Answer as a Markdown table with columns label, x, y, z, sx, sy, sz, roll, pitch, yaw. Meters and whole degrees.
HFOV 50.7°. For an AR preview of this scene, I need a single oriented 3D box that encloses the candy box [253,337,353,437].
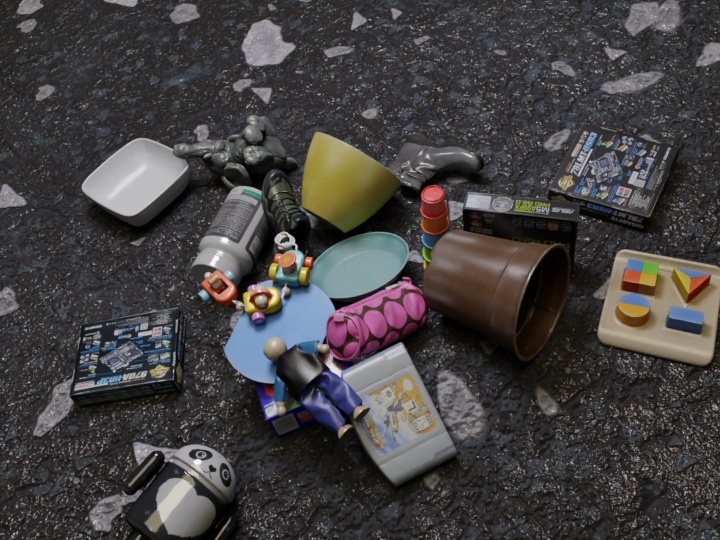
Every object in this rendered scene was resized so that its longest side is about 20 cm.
| label | x | y | z | sx | sy | sz | roll | pitch | yaw |
| --- | --- | --- | --- | --- | --- | --- | --- | --- | --- |
| candy box | -0.105 | 0.162 | 1.326 | 0.168 | 0.077 | 0.201 | -22 | 50 | -5 |

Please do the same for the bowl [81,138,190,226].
| label | x | y | z | sx | sy | sz | roll | pitch | yaw |
| --- | --- | --- | --- | --- | --- | --- | --- | --- | --- |
| bowl | -0.484 | -0.188 | 1.678 | 0.199 | 0.075 | 0.200 | 28 | 63 | 28 |

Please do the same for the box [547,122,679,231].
| label | x | y | z | sx | sy | sz | roll | pitch | yaw |
| --- | --- | --- | --- | --- | --- | --- | --- | --- | --- |
| box | 0.496 | -0.188 | 1.494 | 0.197 | 0.050 | 0.201 | 19 | 59 | 25 |

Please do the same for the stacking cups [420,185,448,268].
| label | x | y | z | sx | sy | sz | roll | pitch | yaw |
| --- | --- | --- | --- | --- | --- | --- | --- | --- | --- |
| stacking cups | 0.135 | -0.068 | 1.376 | 0.060 | 0.201 | 0.061 | -5 | 54 | 7 |

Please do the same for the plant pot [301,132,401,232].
| label | x | y | z | sx | sy | sz | roll | pitch | yaw |
| --- | --- | --- | --- | --- | --- | --- | --- | --- | --- |
| plant pot | -0.038 | -0.160 | 1.512 | 0.199 | 0.200 | 0.143 | 29 | 89 | 29 |

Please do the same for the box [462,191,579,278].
| label | x | y | z | sx | sy | sz | roll | pitch | yaw |
| --- | --- | --- | --- | --- | --- | --- | --- | --- | --- |
| box | 0.287 | -0.062 | 1.368 | 0.198 | 0.161 | 0.044 | 8 | 53 | 17 |

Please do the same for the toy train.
| label | x | y | z | sx | sy | sz | roll | pitch | yaw |
| --- | --- | --- | --- | --- | --- | --- | --- | --- | --- |
| toy train | -0.180 | 0.005 | 1.317 | 0.199 | 0.056 | 0.150 | -37 | 61 | -15 |

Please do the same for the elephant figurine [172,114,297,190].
| label | x | y | z | sx | sy | sz | roll | pitch | yaw |
| --- | --- | --- | --- | --- | --- | --- | --- | --- | --- |
| elephant figurine | -0.273 | -0.247 | 1.654 | 0.199 | 0.156 | 0.141 | -23 | 8 | 26 |

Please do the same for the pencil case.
| label | x | y | z | sx | sy | sz | roll | pitch | yaw |
| --- | --- | --- | --- | --- | --- | --- | --- | --- | --- |
| pencil case | 0.028 | 0.082 | 1.306 | 0.090 | 0.095 | 0.199 | 12 | 23 | 38 |

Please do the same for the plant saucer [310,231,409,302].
| label | x | y | z | sx | sy | sz | roll | pitch | yaw |
| --- | --- | --- | --- | --- | --- | --- | --- | --- | --- |
| plant saucer | 0.000 | 0.000 | 1.430 | 0.198 | 0.036 | 0.201 | -15 | 34 | 10 |

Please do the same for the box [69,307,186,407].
| label | x | y | z | sx | sy | sz | roll | pitch | yaw |
| --- | --- | --- | --- | --- | --- | --- | --- | --- | --- |
| box | -0.429 | 0.160 | 1.414 | 0.198 | 0.046 | 0.160 | -10 | 51 | 4 |

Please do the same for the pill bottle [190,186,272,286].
| label | x | y | z | sx | sy | sz | roll | pitch | yaw |
| --- | --- | --- | --- | --- | --- | --- | --- | --- | --- |
| pill bottle | -0.249 | -0.060 | 1.505 | 0.112 | 0.114 | 0.201 | 11 | 55 | 19 |

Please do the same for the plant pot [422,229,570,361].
| label | x | y | z | sx | sy | sz | roll | pitch | yaw |
| --- | --- | --- | --- | --- | --- | --- | --- | --- | --- |
| plant pot | 0.225 | 0.026 | 1.301 | 0.197 | 0.201 | 0.201 | 20 | 59 | 33 |

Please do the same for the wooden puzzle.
| label | x | y | z | sx | sy | sz | roll | pitch | yaw |
| --- | --- | --- | --- | --- | --- | --- | --- | --- | --- |
| wooden puzzle | 0.518 | 0.052 | 1.304 | 0.184 | 0.046 | 0.201 | 12 | 56 | 20 |

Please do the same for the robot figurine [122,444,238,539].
| label | x | y | z | sx | sy | sz | roll | pitch | yaw |
| --- | --- | --- | --- | --- | --- | --- | --- | --- | --- |
| robot figurine | -0.279 | 0.366 | 1.171 | 0.124 | 0.151 | 0.200 | 17 | 57 | 38 |

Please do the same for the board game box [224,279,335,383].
| label | x | y | z | sx | sy | sz | roll | pitch | yaw |
| --- | --- | --- | --- | --- | --- | --- | --- | --- | --- |
| board game box | -0.133 | 0.109 | 1.303 | 0.157 | 0.039 | 0.201 | 15 | 61 | 16 |

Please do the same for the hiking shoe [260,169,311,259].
| label | x | y | z | sx | sy | sz | roll | pitch | yaw |
| --- | --- | --- | --- | --- | --- | --- | --- | --- | --- |
| hiking shoe | -0.132 | -0.105 | 1.478 | 0.075 | 0.100 | 0.202 | -10 | 87 | -40 |

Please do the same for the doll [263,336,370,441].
| label | x | y | z | sx | sy | sz | roll | pitch | yaw |
| --- | --- | --- | --- | --- | --- | --- | --- | --- | --- |
| doll | -0.084 | 0.179 | 1.202 | 0.200 | 0.048 | 0.137 | 42 | 96 | 19 |

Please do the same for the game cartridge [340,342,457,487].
| label | x | y | z | sx | sy | sz | roll | pitch | yaw |
| --- | --- | --- | --- | --- | --- | --- | --- | --- | --- |
| game cartridge | 0.053 | 0.233 | 1.216 | 0.132 | 0.042 | 0.201 | -24 | 77 | -13 |

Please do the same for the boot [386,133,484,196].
| label | x | y | z | sx | sy | sz | roll | pitch | yaw |
| --- | --- | --- | --- | --- | --- | --- | --- | --- | --- |
| boot | 0.147 | -0.203 | 1.575 | 0.199 | 0.070 | 0.132 | 17 | 60 | 36 |
